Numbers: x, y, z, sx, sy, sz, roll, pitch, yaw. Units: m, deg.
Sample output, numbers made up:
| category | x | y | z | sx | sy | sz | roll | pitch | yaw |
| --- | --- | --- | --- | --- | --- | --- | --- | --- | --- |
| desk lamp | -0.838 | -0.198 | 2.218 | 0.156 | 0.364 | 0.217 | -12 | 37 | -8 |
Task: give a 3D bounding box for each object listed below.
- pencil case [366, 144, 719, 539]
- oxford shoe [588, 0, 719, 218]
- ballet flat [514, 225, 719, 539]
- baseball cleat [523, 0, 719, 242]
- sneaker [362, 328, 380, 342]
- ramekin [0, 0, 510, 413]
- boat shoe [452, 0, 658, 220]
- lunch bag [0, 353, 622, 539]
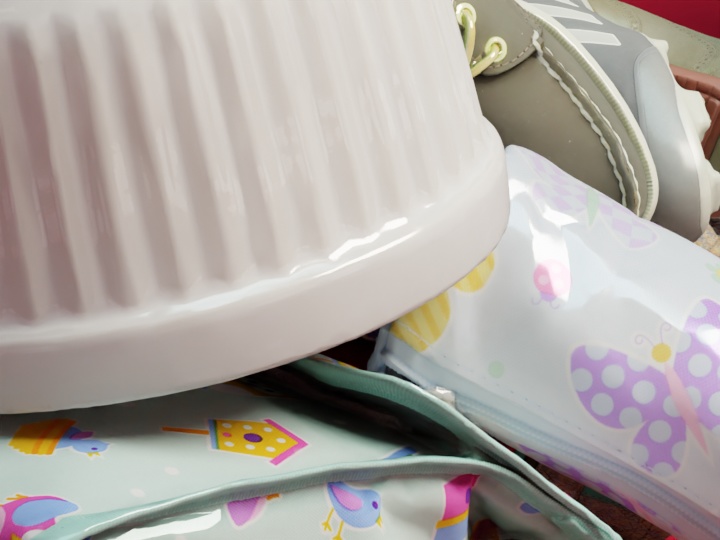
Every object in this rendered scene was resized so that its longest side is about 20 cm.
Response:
| category | x | y | z | sx | sy | sz | roll | pitch | yaw |
| --- | --- | --- | --- | --- | --- | --- | --- | --- | --- |
| pencil case | 0.102 | 0.042 | 0.793 | 0.199 | 0.083 | 0.091 | 28 | 36 | 10 |
| oxford shoe | 0.120 | -0.076 | 1.170 | 0.074 | 0.071 | 0.200 | -9 | 32 | -38 |
| ballet flat | 0.102 | 0.033 | 0.929 | 0.067 | 0.068 | 0.200 | 24 | 33 | 5 |
| baseball cleat | 0.048 | -0.065 | 0.952 | 0.106 | 0.070 | 0.200 | -11 | 36 | -14 |
| sneaker | 0.000 | 0.000 | 0.985 | 0.115 | 0.081 | 0.200 | -4 | 17 | -1 |
| ramekin | -0.064 | -0.049 | 0.739 | 0.199 | 0.106 | 0.200 | -9 | 20 | 3 |
| boat shoe | 0.010 | -0.072 | 0.847 | 0.202 | 0.072 | 0.060 | 42 | 9 | -4 |
| lunch bag | -0.050 | 0.072 | 0.748 | 0.199 | 0.123 | 0.170 | -13 | 20 | -37 |
